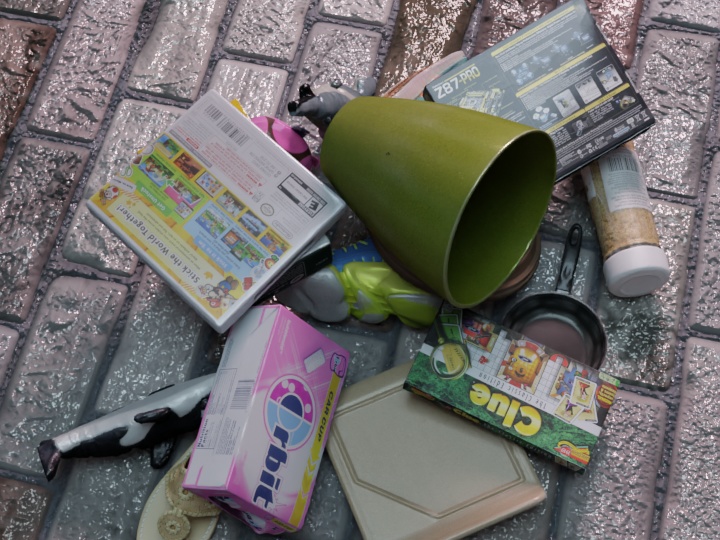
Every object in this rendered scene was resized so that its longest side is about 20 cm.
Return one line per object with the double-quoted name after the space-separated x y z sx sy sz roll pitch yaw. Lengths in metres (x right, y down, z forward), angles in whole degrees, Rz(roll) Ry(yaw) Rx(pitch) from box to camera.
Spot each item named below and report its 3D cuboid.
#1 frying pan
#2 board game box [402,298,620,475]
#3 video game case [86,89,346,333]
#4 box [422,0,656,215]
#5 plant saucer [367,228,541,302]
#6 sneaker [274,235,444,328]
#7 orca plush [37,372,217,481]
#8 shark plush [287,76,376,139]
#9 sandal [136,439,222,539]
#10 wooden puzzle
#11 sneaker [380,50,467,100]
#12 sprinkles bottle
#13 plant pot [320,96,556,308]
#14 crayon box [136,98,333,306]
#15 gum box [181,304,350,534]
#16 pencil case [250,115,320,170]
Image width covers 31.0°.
0.196 0.043 1.374 0.113 0.031 0.192 -6 60 -3 "frying pan"
0.152 0.115 1.305 0.198 0.024 0.106 25 68 6 "board game box"
-0.145 -0.064 1.305 0.200 0.023 0.182 41 74 17 "video game case"
0.189 -0.173 1.382 0.199 0.049 0.162 -31 86 -4 "box"
0.103 -0.053 1.393 0.198 0.030 0.202 8 50 -10 "plant saucer"
0.000 0.000 1.392 0.198 0.076 0.106 12 52 1 "sneaker"
-0.220 0.173 1.307 0.198 0.105 0.072 -24 97 -19 "orca plush"
-0.014 -0.170 1.409 0.091 0.200 0.084 -42 70 7 "shark plush"
-0.160 0.201 1.289 0.077 0.070 0.213 28 68 16 "sandal"
0.065 0.184 1.310 0.183 0.037 0.201 -21 59 -8 "wooden puzzle"
0.075 -0.182 1.461 0.080 0.071 0.200 59 41 -11 "sneaker"
0.282 -0.074 1.410 0.067 0.068 0.202 -7 63 -1 "sprinkles bottle"
0.062 -0.091 1.293 0.199 0.188 0.187 29 67 28 "plant pot"
-0.131 -0.065 1.345 0.125 0.052 0.201 -29 68 -10 "crayon box"
-0.091 0.149 1.273 0.066 0.113 0.202 -5 60 41 "gum box"
-0.129 -0.074 1.423 0.093 0.091 0.201 37 70 -10 "pencil case"
